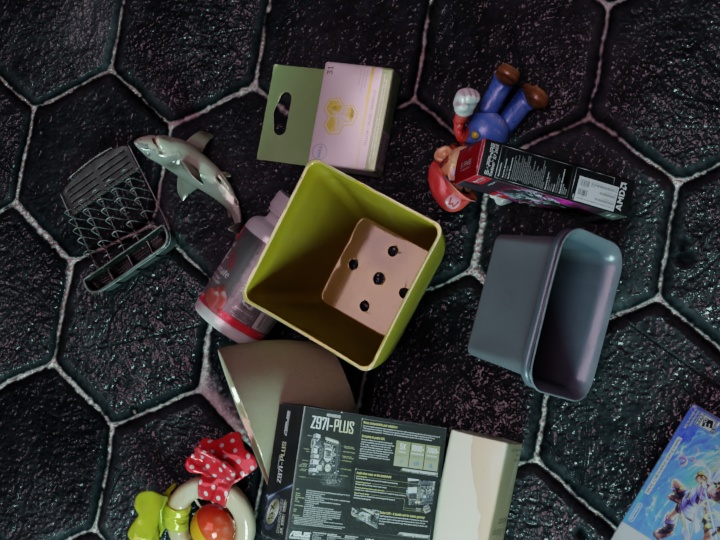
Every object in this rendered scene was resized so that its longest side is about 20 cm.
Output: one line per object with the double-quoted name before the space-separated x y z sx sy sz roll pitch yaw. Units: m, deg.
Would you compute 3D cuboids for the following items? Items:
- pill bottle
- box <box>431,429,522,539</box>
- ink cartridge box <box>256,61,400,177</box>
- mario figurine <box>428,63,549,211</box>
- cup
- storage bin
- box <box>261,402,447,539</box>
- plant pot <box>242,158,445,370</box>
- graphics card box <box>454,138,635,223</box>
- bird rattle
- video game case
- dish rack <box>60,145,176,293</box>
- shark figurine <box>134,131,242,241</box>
"pill bottle" -0.131 -0.004 1.707 0.110 0.111 0.201 35 94 21
"box" 0.140 0.307 1.570 0.077 0.095 0.203 10 87 21
"ink cartridge box" -0.052 -0.216 1.745 0.198 0.048 0.147 9 86 19
"mario figurine" 0.166 -0.163 1.625 0.123 0.106 0.201 34 93 19
"cup" -0.087 0.171 1.638 0.142 0.201 0.202 -21 74 -9
"storage bin" 0.228 0.047 1.565 0.134 0.145 0.202 13 86 49
"box" -0.008 0.258 1.532 0.086 0.198 0.166 -7 74 65
"plant pot" 0.000 0.000 1.620 0.199 0.176 0.202 29 93 18
"graphics card box" 0.224 -0.109 1.543 0.198 0.125 0.052 14 86 -8
"bird rattle" -0.209 0.325 1.709 0.199 0.113 0.164 -35 93 9
"video game case" 0.420 0.288 1.466 0.180 0.046 0.201 30 76 20
"dish rack" -0.365 -0.082 1.836 0.153 0.054 0.201 -32 72 12
"shark figurine" -0.228 -0.112 1.792 0.215 0.128 0.089 48 125 2
